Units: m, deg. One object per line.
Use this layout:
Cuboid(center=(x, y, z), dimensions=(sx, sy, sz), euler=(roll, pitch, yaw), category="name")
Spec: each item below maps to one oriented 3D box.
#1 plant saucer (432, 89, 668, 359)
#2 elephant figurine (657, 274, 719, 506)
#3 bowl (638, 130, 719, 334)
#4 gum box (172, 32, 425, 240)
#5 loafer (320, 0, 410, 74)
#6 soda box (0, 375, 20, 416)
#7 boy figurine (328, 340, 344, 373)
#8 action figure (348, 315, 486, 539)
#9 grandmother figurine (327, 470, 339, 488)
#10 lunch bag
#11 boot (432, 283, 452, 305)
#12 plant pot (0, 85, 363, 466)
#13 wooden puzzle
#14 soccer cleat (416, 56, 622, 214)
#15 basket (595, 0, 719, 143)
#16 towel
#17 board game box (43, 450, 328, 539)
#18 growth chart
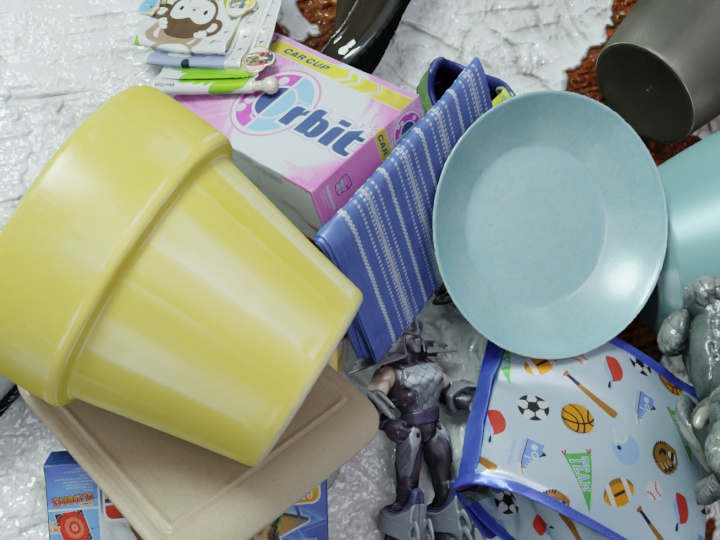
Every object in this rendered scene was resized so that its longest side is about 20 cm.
Cuboid(center=(0.143, -0.034, 0.721), dimensions=(0.198, 0.039, 0.205), euler=(0, 91, -16), category="plant saucer")
Cuboid(center=(0.278, 0.108, 0.667), dimensions=(0.153, 0.142, 0.202), euler=(23, 48, -7), category="elephant figurine")
Cuboid(center=(0.289, -0.015, 0.805), dimensions=(0.103, 0.201, 0.204), euler=(-12, 81, 3), category="bowl")
Cuboid(center=(-0.054, -0.109, 0.727), dimensions=(0.113, 0.067, 0.199), euler=(-43, 50, -20), category="gum box")
Cuboid(center=(0.007, -0.246, 0.831), dimensions=(0.071, 0.073, 0.202), euler=(28, 66, 2), category="loafer")
Cuboid(center=(-0.240, 0.024, 0.697), dimensions=(0.071, 0.063, 0.201), euler=(40, 71, -4), category="soda box")
Cuboid(center=(0.000, 0.000, 0.739), dimensions=(0.064, 0.125, 0.202), euler=(29, 76, 6), category="boy figurine")
Cuboid(center=(0.052, 0.133, 0.748), dimensions=(0.129, 0.069, 0.204), euler=(-5, 87, -35), category="action figure")
Cuboid(center=(-0.111, 0.132, 0.714), dimensions=(0.197, 0.061, 0.123), euler=(17, 82, -9), category="grandmother figurine")
Cuboid(center=(0.169, 0.142, 0.739), dimensions=(0.198, 0.124, 0.172), euler=(32, 53, -16), category="lunch bag")
Cuboid(center=(0.140, -0.061, 0.825), dimensions=(0.171, 0.069, 0.203), euler=(6, 69, -6), category="boot")
Cuboid(center=(-0.109, 0.019, 0.589), dimensions=(0.188, 0.201, 0.202), euler=(34, 71, -2), category="plant pot")
Cuboid(center=(-0.113, 0.097, 0.660), dimensions=(0.184, 0.038, 0.200), euler=(-32, 61, -34), category="wooden puzzle")
Cuboid(center=(0.130, -0.110, 0.774), dimensions=(0.199, 0.084, 0.065), euler=(33, 68, 15), category="soccer cleat")
Cuboid(center=(0.330, -0.226, 0.882), dimensions=(0.200, 0.136, 0.181), euler=(-43, 88, -16), category="basket")
Cuboid(center=(0.044, -0.042, 0.700), dimensions=(0.024, 0.146, 0.200), euler=(23, 60, 34), category="towel")
Cuboid(center=(-0.121, 0.194, 0.673), dimensions=(0.196, 0.034, 0.138), euler=(-2, 97, -9), category="board game box")
Cuboid(center=(-0.122, -0.220, 0.762), dimensions=(0.142, 0.018, 0.203), euler=(-2, 62, 15), category="growth chart")
